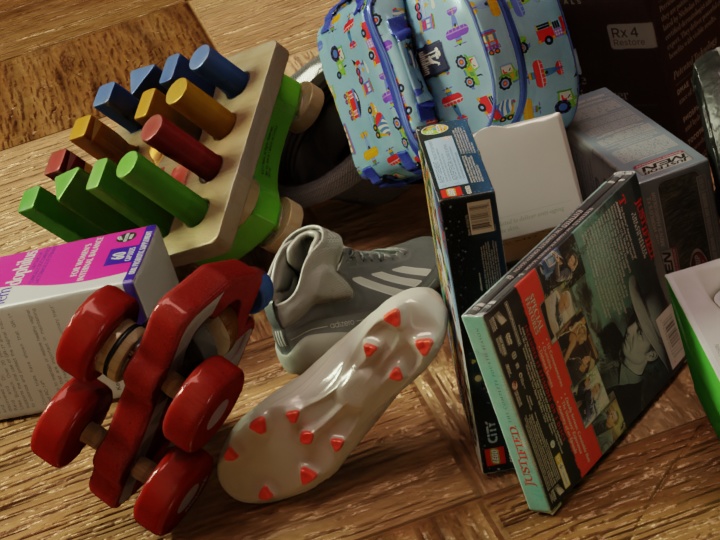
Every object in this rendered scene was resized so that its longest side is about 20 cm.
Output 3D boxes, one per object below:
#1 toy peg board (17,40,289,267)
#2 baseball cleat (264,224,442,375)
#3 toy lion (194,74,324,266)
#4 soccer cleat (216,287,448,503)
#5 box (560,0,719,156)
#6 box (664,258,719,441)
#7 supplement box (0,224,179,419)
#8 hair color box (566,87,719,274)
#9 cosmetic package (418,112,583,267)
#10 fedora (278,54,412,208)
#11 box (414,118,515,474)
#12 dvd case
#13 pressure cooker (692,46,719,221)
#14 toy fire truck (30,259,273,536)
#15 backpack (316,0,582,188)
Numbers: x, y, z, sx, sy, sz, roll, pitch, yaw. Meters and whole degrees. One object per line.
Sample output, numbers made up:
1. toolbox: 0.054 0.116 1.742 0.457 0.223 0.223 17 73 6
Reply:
1. toy peg board: -0.182 -0.105 1.697 0.200 0.098 0.199 -14 52 43
2. baseball cleat: 0.000 0.000 1.551 0.070 0.106 0.200 -4 25 37
3. toy lion: -0.121 -0.086 1.775 0.192 0.069 0.200 -29 43 44
4. soccer cleat: -0.014 0.086 1.374 0.200 0.069 0.078 -42 0 17
5. box: 0.223 -0.205 1.736 0.166 0.200 0.164 3 31 38
6. box: 0.302 0.057 1.259 0.176 0.097 0.200 -17 23 4
7. supplement box: -0.247 0.046 1.614 0.200 0.103 0.101 -12 26 12
8. hair color box: 0.208 -0.062 1.562 0.061 0.099 0.200 -19 25 -8
9. cosmetic package: 0.108 -0.053 1.517 0.108 0.085 0.200 -14 -5 5
10. fedora: -0.001 -0.116 1.781 0.200 0.090 0.177 -32 41 31
11. box: 0.076 0.015 1.356 0.038 0.200 0.137 -11 24 -1
12. dvd case: 0.146 0.043 1.322 0.022 0.146 0.200 -1 28 41
13. pressure cooker: 0.350 -0.095 1.460 0.200 0.179 0.176 -12 50 9
14. toy fire truck: -0.125 0.069 1.390 0.112 0.200 0.168 31 38 11
15. backpack: 0.076 -0.165 1.598 0.134 0.183 0.200 -16 1 -29
